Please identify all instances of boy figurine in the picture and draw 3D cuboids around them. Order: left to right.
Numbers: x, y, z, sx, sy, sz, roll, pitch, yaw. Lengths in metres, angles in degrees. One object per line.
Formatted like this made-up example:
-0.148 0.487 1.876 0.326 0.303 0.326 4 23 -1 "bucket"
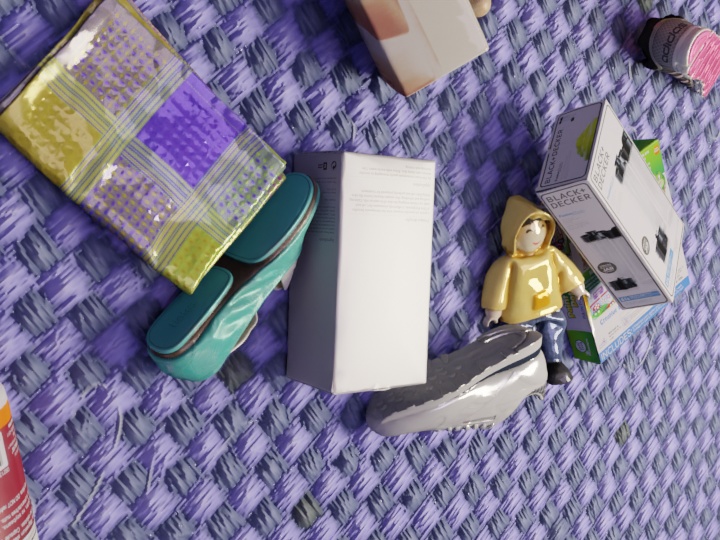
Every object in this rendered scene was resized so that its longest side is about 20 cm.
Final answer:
0.187 0.020 0.905 0.123 0.064 0.203 -8 105 -12 "boy figurine"

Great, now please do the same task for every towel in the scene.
-0.160 -0.096 0.646 0.200 0.023 0.144 46 67 -20 "towel"

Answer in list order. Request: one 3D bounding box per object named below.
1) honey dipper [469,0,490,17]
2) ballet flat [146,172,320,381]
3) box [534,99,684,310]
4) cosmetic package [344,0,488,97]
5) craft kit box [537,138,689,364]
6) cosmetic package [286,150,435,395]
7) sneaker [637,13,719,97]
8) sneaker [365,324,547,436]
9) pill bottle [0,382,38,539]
0.120 -0.295 0.792 0.038 0.038 0.201 49 37 -30 "honey dipper"
-0.097 0.008 0.706 0.201 0.067 0.071 -53 146 -21 "ballet flat"
0.268 -0.065 0.901 0.200 0.060 0.118 46 51 -30 "box"
0.020 -0.262 0.721 0.087 0.104 0.201 -28 113 2 "cosmetic package"
0.304 -0.026 1.013 0.199 0.048 0.200 -32 115 -31 "craft kit box"
0.000 0.000 0.756 0.107 0.084 0.203 1 94 -37 "cosmetic package"
0.391 -0.267 1.038 0.199 0.087 0.074 -5 125 -57 "sneaker"
0.100 0.126 0.838 0.198 0.076 0.081 -20 115 -16 "sneaker"
-0.269 0.179 0.552 0.112 0.112 0.203 -15 103 -35 "pill bottle"
